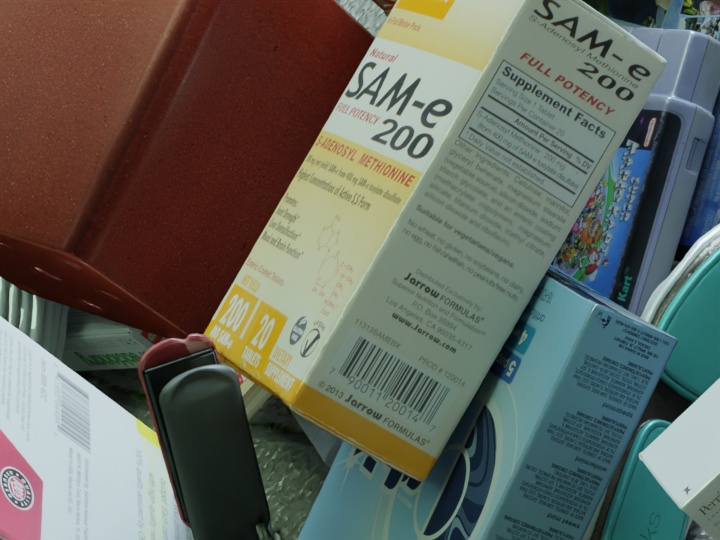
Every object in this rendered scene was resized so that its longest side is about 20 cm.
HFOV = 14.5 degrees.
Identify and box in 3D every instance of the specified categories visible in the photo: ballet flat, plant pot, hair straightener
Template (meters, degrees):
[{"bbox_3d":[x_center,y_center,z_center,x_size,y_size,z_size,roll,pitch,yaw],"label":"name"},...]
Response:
[{"bbox_3d":[0.123,0.059,1.175,0.069,0.069,0.200,0,58,52],"label":"ballet flat"},{"bbox_3d":[-0.123,-0.075,1.419,0.200,0.200,0.176,17,77,33],"label":"plant pot"},{"bbox_3d":[-0.052,0.130,1.185,0.041,0.200,0.077,-13,21,-15],"label":"hair straightener"}]

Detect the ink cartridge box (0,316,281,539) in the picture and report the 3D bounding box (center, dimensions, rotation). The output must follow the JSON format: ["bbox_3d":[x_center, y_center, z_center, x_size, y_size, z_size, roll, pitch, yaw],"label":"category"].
[{"bbox_3d":[-0.129,0.131,1.275,0.083,0.200,0.145,-38,31,21],"label":"ink cartridge box"}]

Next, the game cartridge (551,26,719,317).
[{"bbox_3d":[0.090,-0.013,1.266,0.130,0.038,0.200,9,81,60],"label":"game cartridge"}]

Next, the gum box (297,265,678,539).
[{"bbox_3d":[0.040,0.091,1.183,0.200,0.045,0.170,-65,22,4],"label":"gum box"}]

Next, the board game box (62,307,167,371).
[{"bbox_3d":[-0.128,-0.005,1.569,0.126,0.035,0.200,-59,23,-18],"label":"board game box"}]

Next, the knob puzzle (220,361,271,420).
[{"bbox_3d":[0.000,0.000,1.341,0.220,0.030,0.220,-48,7,8],"label":"knob puzzle"}]

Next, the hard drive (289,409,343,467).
[{"bbox_3d":[0.003,0.010,1.420,0.132,0.026,0.200,-45,30,4],"label":"hard drive"}]

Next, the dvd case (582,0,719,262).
[{"bbox_3d":[0.129,-0.079,1.290,0.200,0.018,0.143,14,87,56],"label":"dvd case"}]

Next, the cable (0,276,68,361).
[{"bbox_3d":[-0.226,0.044,1.570,0.200,0.069,0.200,-44,41,44],"label":"cable"}]

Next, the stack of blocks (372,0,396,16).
[{"bbox_3d":[0.072,-0.218,1.509,0.059,0.115,0.200,-2,53,51],"label":"stack of blocks"}]

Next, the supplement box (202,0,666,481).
[{"bbox_3d":[0.027,-0.027,1.175,0.200,0.074,0.126,-60,23,-1],"label":"supplement box"}]

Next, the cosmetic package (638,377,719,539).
[{"bbox_3d":[0.208,0.033,1.072,0.200,0.083,0.051,-44,30,5],"label":"cosmetic package"}]
